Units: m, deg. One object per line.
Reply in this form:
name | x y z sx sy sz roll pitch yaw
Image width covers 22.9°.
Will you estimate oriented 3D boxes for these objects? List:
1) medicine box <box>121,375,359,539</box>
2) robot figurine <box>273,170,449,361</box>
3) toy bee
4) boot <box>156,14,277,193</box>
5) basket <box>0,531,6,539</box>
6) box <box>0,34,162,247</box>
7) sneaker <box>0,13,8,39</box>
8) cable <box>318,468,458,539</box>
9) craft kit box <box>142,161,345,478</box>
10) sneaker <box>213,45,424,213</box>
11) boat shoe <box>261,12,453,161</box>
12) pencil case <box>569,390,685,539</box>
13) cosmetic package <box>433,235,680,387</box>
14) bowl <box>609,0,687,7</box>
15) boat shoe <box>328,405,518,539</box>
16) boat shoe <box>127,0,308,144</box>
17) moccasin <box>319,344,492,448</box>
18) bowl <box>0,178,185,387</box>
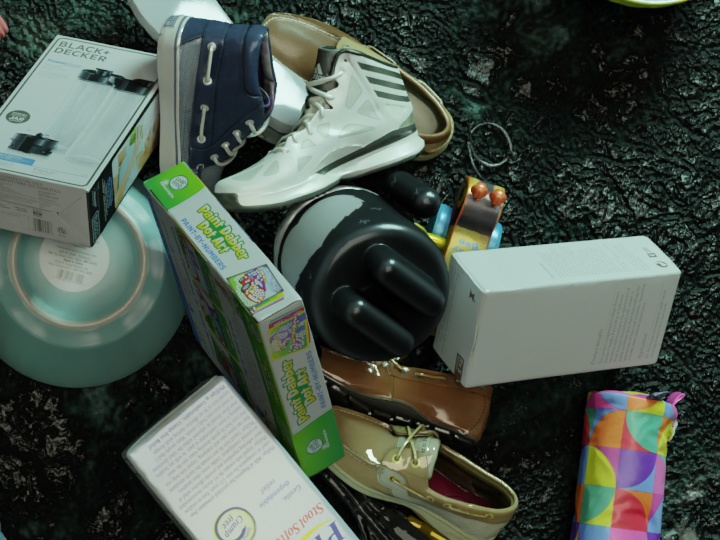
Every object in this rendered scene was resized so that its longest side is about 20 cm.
medicine box | -0.098 0.196 1.473 0.103 0.182 0.200 -40 91 -11
robot figurine | -0.002 0.000 1.476 0.150 0.200 0.125 -17 113 -12
toy bee | 0.089 -0.040 1.568 0.131 0.109 0.200 -3 85 -8
boot | -0.119 -0.118 1.511 0.090 0.073 0.200 8 123 14
basket | -0.379 0.209 1.414 0.139 0.200 0.177 -18 86 16
box | -0.239 -0.112 1.475 0.116 0.060 0.200 13 41 12
sneaker | -0.406 -0.238 1.525 0.200 0.074 0.087 34 81 -5
cable | 0.011 0.223 1.568 0.200 0.050 0.097 43 78 8
craft kit box | -0.094 0.041 1.442 0.048 0.200 0.198 -28 49 -13
sneaker | -0.047 -0.125 1.497 0.200 0.076 0.116 -23 106 -26
boat shoe | 0.000 -0.171 1.583 0.200 0.074 0.076 29 80 -5
pencil case | 0.235 0.200 1.579 0.088 0.088 0.200 11 84 -8
cosmetic package | 0.171 0.034 1.549 0.200 0.074 0.102 -3 121 -24
bowl | 0.249 -0.328 1.624 0.200 0.108 0.200 1 84 -10
boat shoe | 0.048 0.167 1.539 0.200 0.066 0.074 30 42 -15
boat shoe | -0.130 -0.187 1.569 0.200 0.066 0.072 37 57 -7
moccasin | 0.021 0.091 1.561 0.201 0.074 0.078 17 72 -4
bowl | -0.240 -0.002 1.511 0.200 0.105 0.201 1 84 -10
